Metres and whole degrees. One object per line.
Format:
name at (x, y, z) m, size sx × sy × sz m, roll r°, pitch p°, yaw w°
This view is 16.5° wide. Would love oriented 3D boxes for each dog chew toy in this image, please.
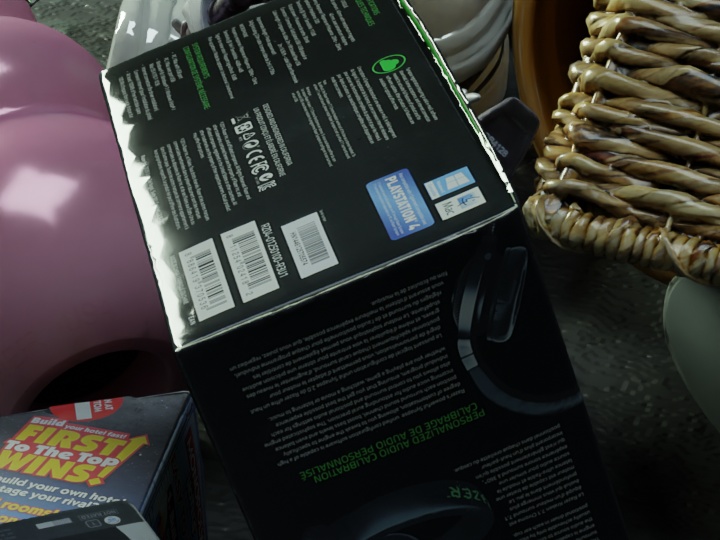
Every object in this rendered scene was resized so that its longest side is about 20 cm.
dog chew toy at (-0.127, -0.031, 0.867) m, size 0.124 × 0.125 × 0.201 m, roll -15°, pitch 56°, yaw -22°

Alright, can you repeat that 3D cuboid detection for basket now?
basket at (0.164, -0.025, 0.799) m, size 0.198 × 0.143 × 0.150 m, roll 13°, pitch 68°, yaw 15°

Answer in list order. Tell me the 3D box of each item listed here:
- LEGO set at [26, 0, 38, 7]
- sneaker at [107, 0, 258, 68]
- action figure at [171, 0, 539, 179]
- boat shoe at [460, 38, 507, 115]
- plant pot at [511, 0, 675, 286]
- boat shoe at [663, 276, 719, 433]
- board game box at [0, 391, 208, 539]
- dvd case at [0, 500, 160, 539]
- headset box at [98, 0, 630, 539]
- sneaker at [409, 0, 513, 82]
LEGO set at (-0.174, -0.178, 1.112) m, size 0.200 × 0.116 × 0.154 m, roll -42°, pitch 14°, yaw -5°
sneaker at (-0.061, -0.108, 1.114) m, size 0.088 × 0.076 × 0.200 m, roll 14°, pitch 30°, yaw -4°
action figure at (-0.006, -0.052, 0.859) m, size 0.129 × 0.070 × 0.200 m, roll 29°, pitch 4°, yaw -15°
boat shoe at (0.021, -0.092, 1.048) m, size 0.071 × 0.071 × 0.200 m, roll 2°, pitch 31°, yaw 11°
plant pot at (0.156, -0.103, 0.977) m, size 0.198 × 0.202 × 0.183 m, roll -2°, pitch 12°, yaw 2°
boat shoe at (0.188, 0.048, 0.806) m, size 0.063 × 0.071 × 0.199 m, roll -26°, pitch 44°, yaw -37°
board game box at (-0.135, 0.100, 0.735) m, size 0.198 × 0.062 × 0.200 m, roll 8°, pitch 28°, yaw 22°
dvd case at (-0.087, 0.121, 0.581) m, size 0.149 × 0.025 × 0.200 m, roll -8°, pitch 27°, yaw -25°
headset box at (0.012, 0.045, 0.692) m, size 0.092 × 0.201 × 0.174 m, roll -21°, pitch 28°, yaw -1°
sneaker at (0.038, -0.160, 0.986) m, size 0.075 × 0.089 × 0.201 m, roll -9°, pitch 34°, yaw 20°
